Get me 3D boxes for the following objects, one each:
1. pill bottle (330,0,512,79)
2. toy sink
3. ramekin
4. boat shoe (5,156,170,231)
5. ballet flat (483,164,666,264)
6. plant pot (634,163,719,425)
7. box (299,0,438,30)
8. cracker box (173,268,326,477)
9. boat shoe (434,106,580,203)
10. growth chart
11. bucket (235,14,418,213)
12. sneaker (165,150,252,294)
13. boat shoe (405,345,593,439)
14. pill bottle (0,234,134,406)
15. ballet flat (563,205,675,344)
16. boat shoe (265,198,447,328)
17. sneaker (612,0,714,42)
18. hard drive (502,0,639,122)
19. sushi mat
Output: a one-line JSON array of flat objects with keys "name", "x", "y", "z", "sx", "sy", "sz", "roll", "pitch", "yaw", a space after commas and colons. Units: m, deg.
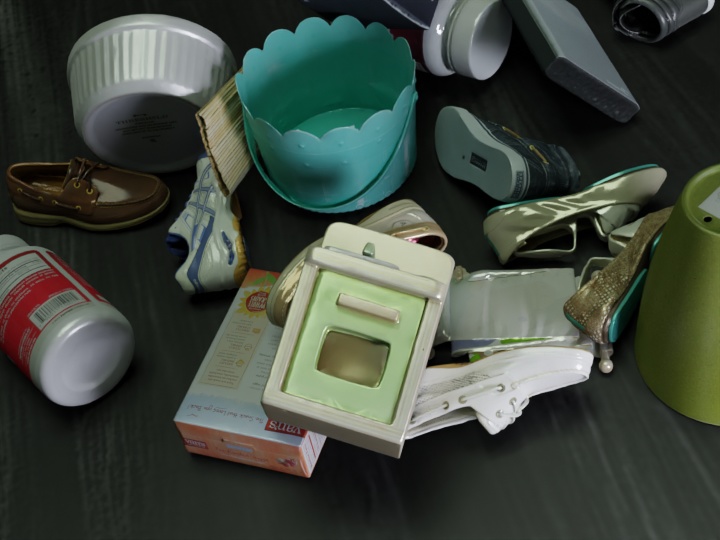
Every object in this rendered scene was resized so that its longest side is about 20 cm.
[{"name": "pill bottle", "x": 0.073, "y": -0.299, "z": 1.607, "sx": 0.199, "sy": 0.114, "sz": 0.114, "roll": 21, "pitch": 56, "yaw": 30}, {"name": "toy sink", "x": 0.003, "y": 0.049, "z": 1.200, "sx": 0.130, "sy": 0.112, "sz": 0.201, "roll": 17, "pitch": 76, "yaw": 5}, {"name": "ramekin", "x": -0.240, "y": -0.194, "z": 1.543, "sx": 0.201, "sy": 0.203, "sz": 0.095, "roll": -7, "pitch": 60, "yaw": 8}, {"name": "boat shoe", "x": -0.320, "y": -0.093, "z": 1.550, "sx": 0.199, "sy": 0.068, "sz": 0.072, "roll": 2, "pitch": 49, "yaw": 16}, {"name": "ballet flat", "x": 0.227, "y": -0.052, "z": 1.385, "sx": 0.199, "sy": 0.070, "sz": 0.070, "roll": -16, "pitch": 46, "yaw": 2}, {"name": "plant pot", "x": 0.338, "y": 0.005, "z": 1.201, "sx": 0.186, "sy": 0.201, "sz": 0.188, "roll": -7, "pitch": 47, "yaw": 7}, {"name": "box", "x": 0.026, "y": -0.382, "z": 1.511, "sx": 0.148, "sy": 0.104, "sz": 0.201, "roll": 13, "pitch": 82, "yaw": 45}, {"name": "cracker box", "x": -0.081, "y": 0.097, "z": 1.321, "sx": 0.133, "sy": 0.058, "sz": 0.201, "roll": 10, "pitch": 50, "yaw": 19}, {"name": "boat shoe", "x": 0.157, "y": -0.123, "z": 1.466, "sx": 0.090, "sy": 0.071, "sz": 0.200, "roll": 1, "pitch": 25, "yaw": -25}, {"name": "growth chart", "x": 0.155, "y": 0.048, "z": 1.335, "sx": 0.199, "sy": 0.018, "sz": 0.145, "roll": 2, "pitch": 49, "yaw": 16}, {"name": "bucket", "x": -0.031, "y": -0.172, "z": 1.498, "sx": 0.206, "sy": 0.135, "sz": 0.208, "roll": -6, "pitch": 47, "yaw": 7}, {"name": "sneaker", "x": -0.176, "y": -0.058, "z": 1.477, "sx": 0.088, "sy": 0.075, "sz": 0.201, "roll": -15, "pitch": 46, "yaw": 1}, {"name": "boat shoe", "x": 0.122, "y": 0.119, "z": 1.246, "sx": 0.199, "sy": 0.071, "sz": 0.070, "roll": -14, "pitch": 64, "yaw": 19}, {"name": "pill bottle", "x": -0.332, "y": 0.045, "z": 1.396, "sx": 0.112, "sy": 0.113, "sz": 0.200, "roll": -38, "pitch": 50, "yaw": -20}, {"name": "ballet flat", "x": 0.262, "y": -0.009, "z": 1.315, "sx": 0.065, "sy": 0.071, "sz": 0.200, "roll": 23, "pitch": 49, "yaw": 28}, {"name": "boat shoe", "x": 0.000, "y": 0.000, "z": 1.305, "sx": 0.200, "sy": 0.074, "sz": 0.069, "roll": -35, "pitch": 47, "yaw": -22}, {"name": "sneaker", "x": 0.316, "y": -0.342, "z": 1.614, "sx": 0.200, "sy": 0.071, "sz": 0.099, "roll": 34, "pitch": 58, "yaw": 31}, {"name": "hard drive", "x": 0.230, "y": -0.262, "z": 1.528, "sx": 0.033, "sy": 0.139, "sz": 0.201, "roll": -46, "pitch": 40, "yaw": 25}, {"name": "sushi mat", "x": -0.138, "y": -0.159, "z": 1.497, "sx": 0.012, "sy": 0.096, "sz": 0.200, "roll": -11, "pitch": 21, "yaw": 15}]
